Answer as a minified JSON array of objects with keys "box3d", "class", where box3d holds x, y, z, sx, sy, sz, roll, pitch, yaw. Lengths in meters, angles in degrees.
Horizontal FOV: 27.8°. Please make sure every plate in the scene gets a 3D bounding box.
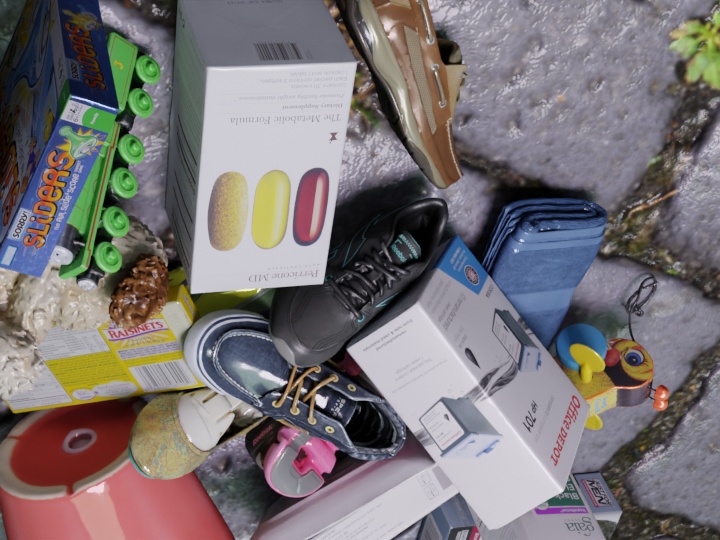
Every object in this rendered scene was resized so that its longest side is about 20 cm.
[{"box3d":[-0.019,0.202,1.351,0.199,0.200,0.032,-30,89,5],"class":"plate"}]

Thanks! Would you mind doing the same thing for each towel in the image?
[{"box3d":[0.145,0.021,1.320,0.111,0.049,0.201,-4,131,-30],"class":"towel"}]

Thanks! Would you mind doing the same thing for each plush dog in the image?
[{"box3d":[-0.229,-0.008,1.081,0.171,0.200,0.162,0,107,-24],"class":"plush dog"}]

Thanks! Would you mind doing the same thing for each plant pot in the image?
[{"box3d":[-0.220,0.213,1.257,0.199,0.201,0.178,-19,121,-6],"class":"plant pot"}]

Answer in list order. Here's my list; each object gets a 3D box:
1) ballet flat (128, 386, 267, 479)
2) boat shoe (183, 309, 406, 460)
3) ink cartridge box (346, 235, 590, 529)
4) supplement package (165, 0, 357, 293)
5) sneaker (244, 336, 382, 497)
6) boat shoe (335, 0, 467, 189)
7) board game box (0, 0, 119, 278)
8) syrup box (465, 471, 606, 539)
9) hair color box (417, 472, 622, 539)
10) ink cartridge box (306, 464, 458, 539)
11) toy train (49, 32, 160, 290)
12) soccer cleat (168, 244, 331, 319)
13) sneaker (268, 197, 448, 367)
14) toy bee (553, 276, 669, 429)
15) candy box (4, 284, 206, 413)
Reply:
[{"box3d":[-0.125,0.119,1.227,0.071,0.071,0.200,-50,169,21],"class":"ballet flat"},{"box3d":[-0.047,0.093,1.173,0.200,0.091,0.071,29,86,-41],"class":"boat shoe"},{"box3d":[0.095,0.092,1.226,0.086,0.147,0.200,-35,99,28],"class":"ink cartridge box"},{"box3d":[-0.080,-0.096,1.098,0.113,0.110,0.201,-5,129,-17],"class":"supplement package"},{"box3d":[-0.029,0.110,1.315,0.200,0.095,0.079,-44,119,-15],"class":"sneaker"},{"box3d":[0.049,-0.149,1.130,0.074,0.076,0.200,-28,133,-1],"class":"boat shoe"},{"box3d":[-0.211,-0.110,0.973,0.034,0.200,0.136,16,121,-27],"class":"board game box"},{"box3d":[0.153,0.212,1.382,0.078,0.200,0.082,1,128,-21],"class":"syrup box"},{"box3d":[0.165,0.276,1.535,0.199,0.061,0.099,-2,128,-21],"class":"hair color box"},{"box3d":[0.006,0.234,1.378,0.199,0.045,0.176,-29,177,-28],"class":"ink cartridge box"},{"box3d":[-0.185,-0.081,1.025,0.042,0.201,0.056,-22,140,40],"class":"toy train"},{"box3d":[-0.115,0.010,1.217,0.199,0.065,0.084,-4,92,-8],"class":"soccer cleat"},{"box3d":[0.000,0.000,1.171,0.076,0.200,0.079,50,142,-8],"class":"sneaker"},{"box3d":[0.226,0.096,1.338,0.200,0.109,0.131,-45,147,2],"class":"toy bee"},{"box3d":[-0.218,0.066,1.187,0.199,0.027,0.103,-9,132,16],"class":"candy box"}]
